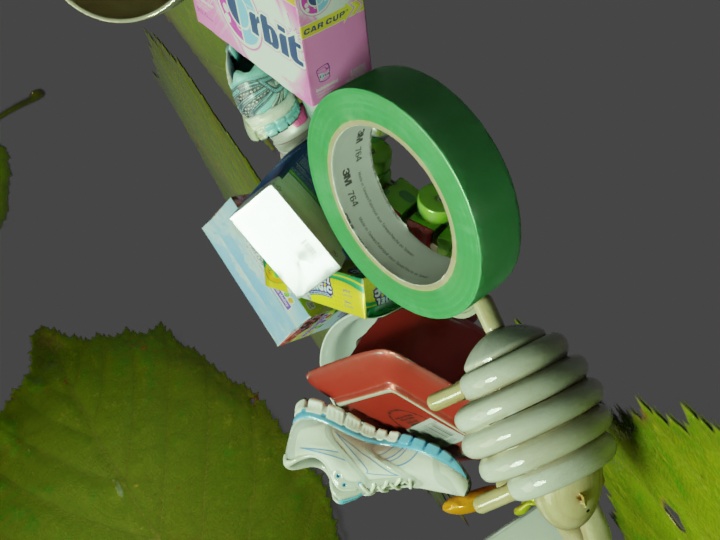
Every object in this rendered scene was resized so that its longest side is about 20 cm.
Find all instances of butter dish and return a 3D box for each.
[{"bbox_3d":[0.078,0.095,1.180,0.199,0.149,0.200,33,154,-16],"label":"butter dish"}]

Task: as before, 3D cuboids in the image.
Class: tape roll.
[{"bbox_3d":[0.039,-0.060,0.919,0.200,0.048,0.201,38,147,31],"label":"tape roll"}]

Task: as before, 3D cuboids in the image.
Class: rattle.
[{"bbox_3d":[0.199,0.293,1.199,0.130,0.142,0.201,4,122,57],"label":"rattle"}]

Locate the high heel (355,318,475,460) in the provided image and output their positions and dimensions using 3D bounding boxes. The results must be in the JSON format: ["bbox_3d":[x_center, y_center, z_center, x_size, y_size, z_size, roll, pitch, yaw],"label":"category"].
[{"bbox_3d":[0.089,0.120,1.274,0.200,0.096,0.067,43,-146,-4],"label":"high heel"}]

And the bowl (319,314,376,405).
[{"bbox_3d":[0.058,0.114,1.384,0.200,0.090,0.202,14,122,22],"label":"bowl"}]

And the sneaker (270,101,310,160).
[{"bbox_3d":[-0.049,-0.136,1.326,0.089,0.081,0.200,55,180,12],"label":"sneaker"}]

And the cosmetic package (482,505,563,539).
[{"bbox_3d":[0.213,0.385,1.328,0.201,0.164,0.165,57,172,15],"label":"cosmetic package"}]

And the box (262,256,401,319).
[{"bbox_3d":[0.000,0.000,1.201,0.199,0.117,0.049,18,120,47],"label":"box"}]

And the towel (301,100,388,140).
[{"bbox_3d":[-0.040,-0.199,1.120,0.201,0.048,0.171,58,173,0],"label":"towel"}]

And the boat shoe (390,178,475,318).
[{"bbox_3d":[0.047,-0.035,1.118,0.200,0.072,0.068,44,-174,8],"label":"boat shoe"}]

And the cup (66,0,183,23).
[{"bbox_3d":[-0.228,-0.367,1.238,0.201,0.200,0.143,58,-161,-1],"label":"cup"}]

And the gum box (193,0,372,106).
[{"bbox_3d":[-0.078,-0.238,0.970,0.200,0.066,0.114,41,152,39],"label":"gum box"}]

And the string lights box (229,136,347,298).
[{"bbox_3d":[-0.050,-0.063,1.154,0.103,0.059,0.200,50,-158,-10],"label":"string lights box"}]

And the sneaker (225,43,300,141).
[{"bbox_3d":[-0.107,-0.224,1.236,0.201,0.077,0.087,-105,-9,-55],"label":"sneaker"}]

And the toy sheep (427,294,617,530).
[{"bbox_3d":[0.134,0.115,0.937,0.201,0.137,0.138,63,172,3],"label":"toy sheep"}]

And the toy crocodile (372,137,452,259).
[{"bbox_3d":[0.029,-0.058,1.035,0.200,0.062,0.068,36,143,24],"label":"toy crocodile"}]

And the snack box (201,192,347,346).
[{"bbox_3d":[-0.066,-0.015,1.368,0.169,0.068,0.200,55,-149,11],"label":"snack box"}]

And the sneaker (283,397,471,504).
[{"bbox_3d":[0.013,0.205,1.178,0.199,0.087,0.075,17,153,13],"label":"sneaker"}]
